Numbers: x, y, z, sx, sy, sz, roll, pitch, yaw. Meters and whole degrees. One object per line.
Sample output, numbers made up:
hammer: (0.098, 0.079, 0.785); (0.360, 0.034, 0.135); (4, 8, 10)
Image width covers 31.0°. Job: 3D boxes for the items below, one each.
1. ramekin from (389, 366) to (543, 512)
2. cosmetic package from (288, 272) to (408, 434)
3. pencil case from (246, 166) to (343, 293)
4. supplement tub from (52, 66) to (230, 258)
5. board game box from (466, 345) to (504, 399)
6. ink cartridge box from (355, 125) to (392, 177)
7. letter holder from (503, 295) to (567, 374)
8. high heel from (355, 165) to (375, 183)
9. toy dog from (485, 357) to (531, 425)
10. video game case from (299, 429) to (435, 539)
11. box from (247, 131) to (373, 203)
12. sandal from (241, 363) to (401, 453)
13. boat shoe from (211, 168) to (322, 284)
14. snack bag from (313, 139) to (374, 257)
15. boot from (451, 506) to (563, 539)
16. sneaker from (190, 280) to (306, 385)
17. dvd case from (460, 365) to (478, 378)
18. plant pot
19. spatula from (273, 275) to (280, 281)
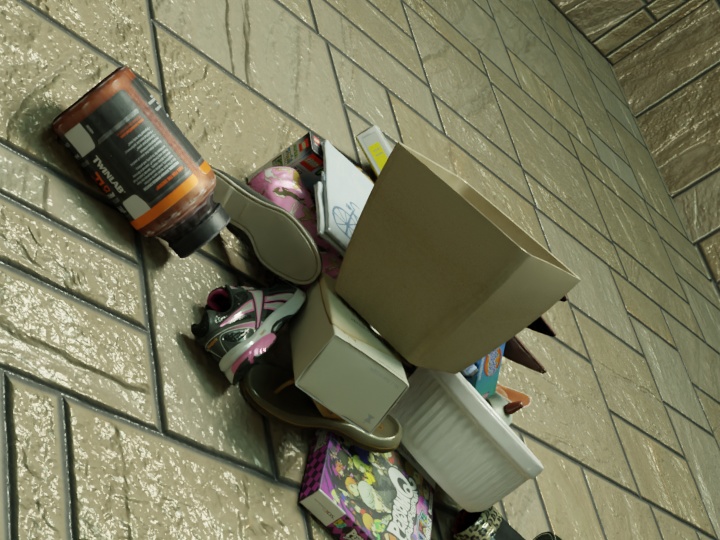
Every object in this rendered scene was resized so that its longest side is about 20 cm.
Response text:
ramekin: (0.121, 0.203, 1.593); (0.200, 0.105, 0.200); (47, 2, -2)
cosmetic package: (-0.017, 0.086, 1.418); (0.103, 0.073, 0.200); (36, 11, -16)
pencil case: (-0.075, -0.038, 1.579); (0.086, 0.083, 0.200); (27, 26, -55)
supplement tub: (-0.227, -0.110, 1.383); (0.200, 0.107, 0.107); (51, 24, -12)
board game box: (0.129, 0.068, 1.729); (0.152, 0.045, 0.200); (51, -24, 28)
ink cartridge box: (0.069, -0.104, 1.951); (0.200, 0.047, 0.198); (63, 3, 12)
letter holder: (0.198, 0.047, 1.810); (0.142, 0.101, 0.200); (49, -13, -31)
high heel: (0.043, -0.069, 1.891); (0.200, 0.071, 0.143); (40, 30, -22)
toy dog: (0.192, 0.172, 1.844); (0.132, 0.096, 0.200); (38, 30, -37)
video game case: (0.014, 0.249, 1.483); (0.181, 0.036, 0.200); (46, 26, -19)
box: (-0.041, -0.091, 1.710); (0.200, 0.110, 0.035); (36, 31, -38)
sandal: (-0.037, 0.143, 1.442); (0.200, 0.054, 0.080); (22, 32, -16)
boat shoe: (-0.116, -0.054, 1.520); (0.200, 0.067, 0.057); (38, 6, 16)
snack bag: (0.008, -0.055, 1.612); (0.189, 0.021, 0.200); (41, 27, -32)
boot: (0.196, 0.349, 1.665); (0.154, 0.073, 0.204); (52, 22, -3)
sneaker: (-0.125, 0.044, 1.430); (0.086, 0.080, 0.200); (43, 19, -3)
dvd case: (0.069, 0.063, 1.732); (0.200, 0.018, 0.143); (54, -19, -6)
plant pot: (0.092, 0.003, 1.447); (0.200, 0.177, 0.200); (43, 10, 25)
spatula: (-0.054, 0.024, 1.651); (0.200, 0.021, 0.057); (8, 52, -59)
